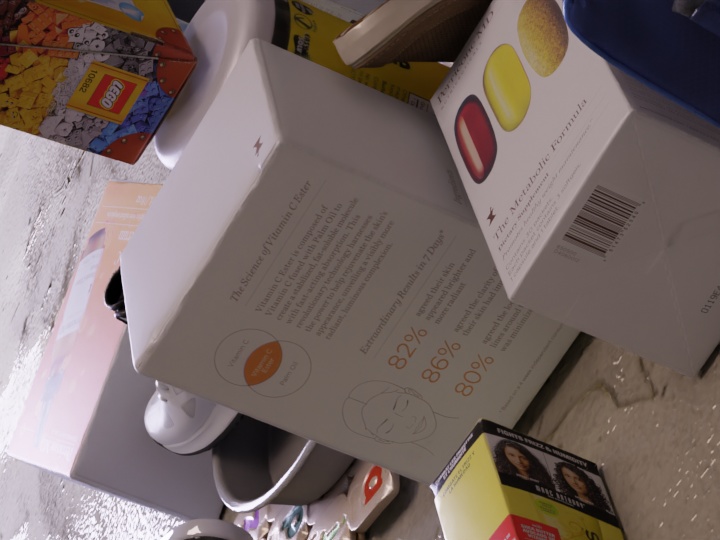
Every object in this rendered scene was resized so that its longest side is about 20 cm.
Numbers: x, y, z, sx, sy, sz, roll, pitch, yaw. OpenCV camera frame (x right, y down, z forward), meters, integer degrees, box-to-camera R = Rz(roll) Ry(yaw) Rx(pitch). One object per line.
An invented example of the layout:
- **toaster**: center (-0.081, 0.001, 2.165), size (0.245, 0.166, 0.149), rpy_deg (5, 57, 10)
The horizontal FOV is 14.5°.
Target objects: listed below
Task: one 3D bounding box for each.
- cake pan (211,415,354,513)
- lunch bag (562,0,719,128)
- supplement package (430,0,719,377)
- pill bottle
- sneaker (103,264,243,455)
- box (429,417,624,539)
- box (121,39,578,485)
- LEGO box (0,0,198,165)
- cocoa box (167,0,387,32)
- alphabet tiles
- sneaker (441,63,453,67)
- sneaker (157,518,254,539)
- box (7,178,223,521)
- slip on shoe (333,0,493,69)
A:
- **cake pan**: center (-0.028, 0.051, 1.669), size (0.200, 0.037, 0.201), rpy_deg (-51, 28, 40)
- **lunch bag**: center (0.171, -0.144, 1.231), size (0.136, 0.199, 0.133), rpy_deg (-48, 32, 29)
- **supplement package**: center (0.122, -0.060, 1.381), size (0.114, 0.109, 0.200), rpy_deg (-58, 24, 21)
- **pill bottle**: center (-0.003, -0.074, 1.558), size (0.112, 0.199, 0.113), rpy_deg (-47, 30, 39)
- **sneaker**: center (-0.107, 0.033, 1.666), size (0.201, 0.115, 0.076), rpy_deg (-46, 31, 47)
- **box**: center (0.090, 0.153, 1.307), size (0.050, 0.075, 0.200), rpy_deg (-57, 24, 24)
- **box**: center (0.000, 0.000, 1.464), size (0.153, 0.199, 0.107), rpy_deg (-56, 25, 24)
- **LEGO box**: center (-0.194, -0.163, 1.558), size (0.077, 0.148, 0.200), rpy_deg (-55, 39, 24)
- **cocoa box**: center (-0.054, -0.171, 1.761), size (0.131, 0.199, 0.134), rpy_deg (-49, 32, 39)
- **alphabet tiles**: center (-0.027, 0.141, 1.658), size (0.196, 0.015, 0.201), rpy_deg (-53, 26, 37)
- **sneaker**: center (0.087, -0.197, 1.645), size (0.140, 0.077, 0.201), rpy_deg (-46, 40, 40)
- **sneaker**: center (-0.128, 0.234, 1.712), size (0.200, 0.070, 0.100), rpy_deg (-48, 27, 48)
- **box**: center (-0.132, 0.052, 1.858), size (0.152, 0.106, 0.201), rpy_deg (5, 73, 67)
- **slip on shoe**: center (0.068, -0.134, 1.491), size (0.076, 0.061, 0.200), rpy_deg (-30, -2, 42)
